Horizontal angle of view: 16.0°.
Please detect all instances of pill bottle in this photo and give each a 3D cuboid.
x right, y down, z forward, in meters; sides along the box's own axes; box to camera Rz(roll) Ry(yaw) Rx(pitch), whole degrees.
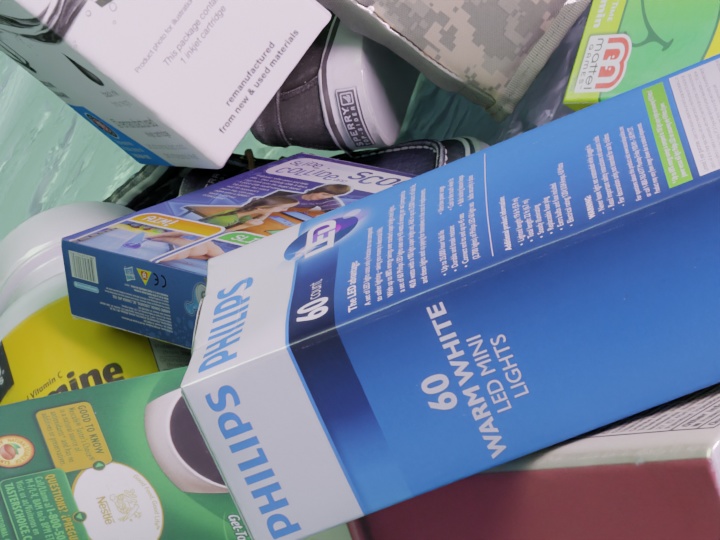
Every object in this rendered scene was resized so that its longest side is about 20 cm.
[{"bbox_3d":[-0.096,0.068,1.058,0.112,0.112,0.200,-42,46,20],"label":"pill bottle"}]

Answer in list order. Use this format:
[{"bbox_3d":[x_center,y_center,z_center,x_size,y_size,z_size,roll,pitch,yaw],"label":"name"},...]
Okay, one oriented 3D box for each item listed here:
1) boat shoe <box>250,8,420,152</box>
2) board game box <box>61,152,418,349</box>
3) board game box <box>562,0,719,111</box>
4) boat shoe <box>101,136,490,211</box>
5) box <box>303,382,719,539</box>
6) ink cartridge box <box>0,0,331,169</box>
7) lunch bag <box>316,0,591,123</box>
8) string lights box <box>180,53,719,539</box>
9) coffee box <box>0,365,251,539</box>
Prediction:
[{"bbox_3d":[-0.003,-0.115,1.160,0.064,0.071,0.200,-6,26,19],"label":"boat shoe"},{"bbox_3d":[0.000,0.000,0.984,0.135,0.035,0.200,-22,25,-40],"label":"board game box"},{"bbox_3d":[0.162,-0.096,0.855,0.200,0.048,0.102,3,72,54],"label":"board game box"},{"bbox_3d":[-0.035,-0.024,1.135,0.200,0.091,0.071,-26,39,40],"label":"boat shoe"},{"bbox_3d":[0.090,0.083,0.764,0.128,0.109,0.200,-25,9,-37],"label":"box"},{"bbox_3d":[-0.129,-0.135,1.072,0.084,0.200,0.146,-54,16,-8],"label":"ink cartridge box"},{"bbox_3d":[0.045,-0.181,1.086,0.200,0.164,0.118,-55,5,-12],"label":"lunch bag"},{"bbox_3d":[0.053,0.001,0.729,0.200,0.059,0.103,-22,19,10],"label":"string lights box"},{"bbox_3d":[-0.051,0.089,0.929,0.123,0.200,0.044,-120,25,-43],"label":"coffee box"}]
